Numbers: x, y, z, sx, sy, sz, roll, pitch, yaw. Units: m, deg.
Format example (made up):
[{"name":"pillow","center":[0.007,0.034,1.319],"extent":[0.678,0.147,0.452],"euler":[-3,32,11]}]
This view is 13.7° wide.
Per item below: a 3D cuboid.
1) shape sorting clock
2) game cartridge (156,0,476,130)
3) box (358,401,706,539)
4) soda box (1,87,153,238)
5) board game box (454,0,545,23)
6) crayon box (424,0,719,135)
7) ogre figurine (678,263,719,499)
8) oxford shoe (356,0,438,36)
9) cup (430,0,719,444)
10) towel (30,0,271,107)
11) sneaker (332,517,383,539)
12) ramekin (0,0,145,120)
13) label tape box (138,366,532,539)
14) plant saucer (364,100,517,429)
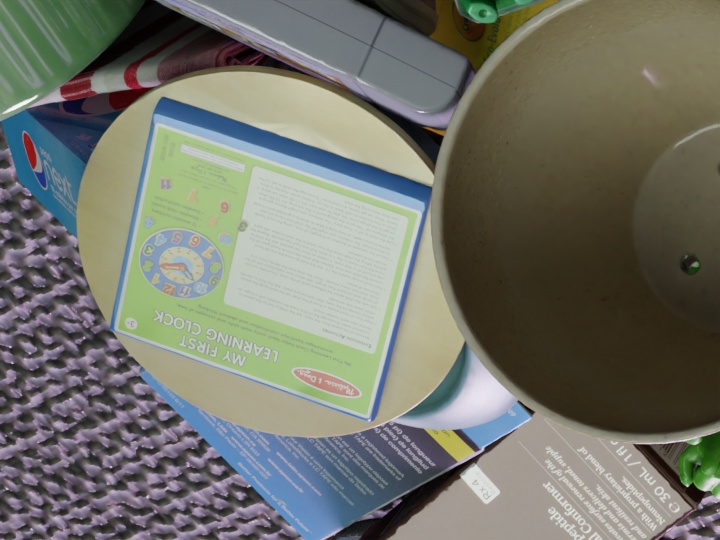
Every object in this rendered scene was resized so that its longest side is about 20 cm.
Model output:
[{"name":"shape sorting clock","center":[-0.041,-0.007,1.432],"extent":[0.200,0.039,0.200],"euler":[7,117,14]},{"name":"game cartridge","center":[-0.043,-0.119,1.358],"extent":[0.200,0.133,0.042],"euler":[26,95,6]},{"name":"box","center":[0.089,0.136,1.627],"extent":[0.100,0.075,0.200],"euler":[46,119,-1]},{"name":"soda box","center":[-0.130,-0.058,1.559],"extent":[0.200,0.064,0.068],"euler":[38,146,60]},{"name":"board game box","center":[0.109,-0.222,1.274],"extent":[0.200,0.026,0.200],"euler":[-18,112,4]},{"name":"crayon box","center":[0.106,-0.105,1.462],"extent":[0.200,0.051,0.127],"euler":[23,137,11]},{"name":"ogre figurine","center":[0.132,0.017,1.507],"extent":[0.200,0.120,0.098],"euler":[24,136,10]},{"name":"oxford shoe","center":[0.003,-0.147,1.359],"extent":[0.075,0.058,0.200],"euler":[21,177,11]},{"name":"cup","center":[0.150,-0.022,1.344],"extent":[0.200,0.143,0.201],"euler":[-2,86,24]},{"name":"towel","center":[-0.110,-0.113,1.522],"extent":[0.200,0.144,0.023],"euler":[-6,110,36]},{"name":"sneaker","center":[0.084,0.172,1.740],"extent":[0.200,0.075,0.088],"euler":[0,164,21]},{"name":"ramekin","center":[-0.194,-0.158,1.499],"extent":[0.200,0.200,0.098],"euler":[-7,132,36]},{"name":"label tape box","center":[-0.006,0.050,1.623],"extent":[0.143,0.066,0.200],"euler":[46,134,-11]},{"name":"plant saucer","center":[0.000,0.000,1.484],"extent":[0.200,0.027,0.200],"euler":[29,139,29]}]
